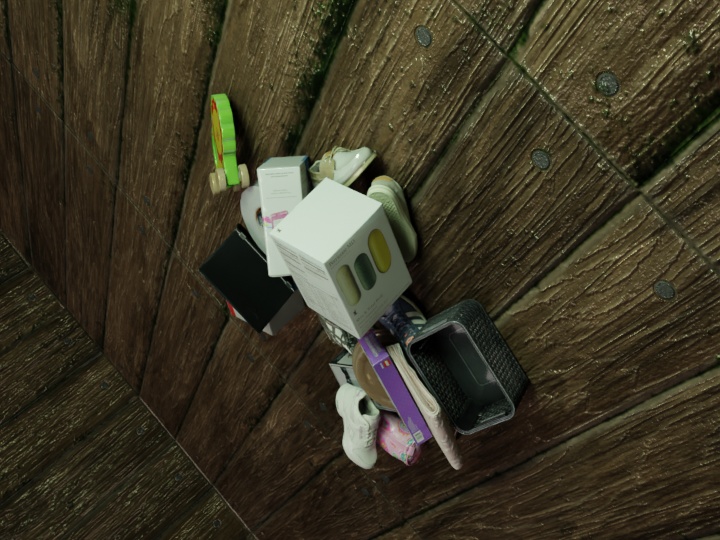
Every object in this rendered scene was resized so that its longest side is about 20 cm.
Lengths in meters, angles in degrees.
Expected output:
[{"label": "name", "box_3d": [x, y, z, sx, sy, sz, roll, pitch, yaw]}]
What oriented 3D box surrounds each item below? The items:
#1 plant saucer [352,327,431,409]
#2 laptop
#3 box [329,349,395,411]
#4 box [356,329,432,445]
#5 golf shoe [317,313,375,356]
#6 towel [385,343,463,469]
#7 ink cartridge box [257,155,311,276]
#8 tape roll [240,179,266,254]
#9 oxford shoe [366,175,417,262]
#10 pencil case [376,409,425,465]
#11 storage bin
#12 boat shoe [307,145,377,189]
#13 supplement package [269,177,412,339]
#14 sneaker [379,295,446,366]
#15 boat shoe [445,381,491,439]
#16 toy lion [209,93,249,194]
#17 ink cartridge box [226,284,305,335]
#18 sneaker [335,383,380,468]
[{"label": "plant saucer", "box_3d": [0.072, 0.210, 1.628, 0.196, 0.030, 0.204, 10, 121, 16]}, {"label": "laptop", "box_3d": [-0.246, 0.011, 1.734, 0.188, 0.116, 0.200, 47, -179, -11]}, {"label": "box", "box_3d": [0.028, 0.246, 1.769, 0.198, 0.060, 0.118, 0, 122, 52]}, {"label": "box", "box_3d": [0.065, 0.225, 1.535, 0.202, 0.039, 0.137, 62, 176, -22]}, {"label": "golf shoe", "box_3d": [-0.022, 0.140, 1.727, 0.201, 0.077, 0.095, 49, 158, 20]}, {"label": "towel", "box_3d": [0.124, 0.254, 1.483, 0.192, 0.032, 0.202, 57, 176, 45]}, {"label": "ink cartridge box", "box_3d": [-0.135, -0.104, 1.493, 0.083, 0.145, 0.205, -2, 106, 4]}, {"label": "tape roll", "box_3d": [-0.165, -0.104, 1.667, 0.199, 0.066, 0.203, 33, 144, 27]}, {"label": "oxford shoe", "box_3d": [0.061, -0.090, 1.404, 0.073, 0.059, 0.202, -3, 139, 19]}, {"label": "pencil case", "box_3d": [0.058, 0.368, 1.828, 0.198, 0.087, 0.089, 29, 142, 31]}, {"label": "storage bin", "box_3d": [0.192, 0.172, 1.411, 0.134, 0.094, 0.202, -30, 95, 36]}, {"label": "boat shoe", "box_3d": [-0.041, -0.183, 1.419, 0.069, 0.075, 0.199, 50, 150, -9]}, {"label": "supplement package", "box_3d": [-0.031, -0.021, 1.384, 0.149, 0.152, 0.202, 28, 154, 40]}, {"label": "sneaker", "box_3d": [0.095, 0.121, 1.506, 0.199, 0.085, 0.075, 41, 113, -2]}, {"label": "boat shoe", "box_3d": [0.218, 0.285, 1.557, 0.072, 0.072, 0.202, 38, 139, 21]}, {"label": "toy lion", "box_3d": [-0.283, -0.262, 1.631, 0.200, 0.067, 0.196, -174, 75, -74]}, {"label": "ink cartridge box", "box_3d": [-0.241, 0.066, 1.884, 0.198, 0.116, 0.068, 22, 139, 40]}, {"label": "sneaker", "box_3d": [0.004, 0.354, 1.760, 0.098, 0.074, 0.204, -1, 110, 46]}]
